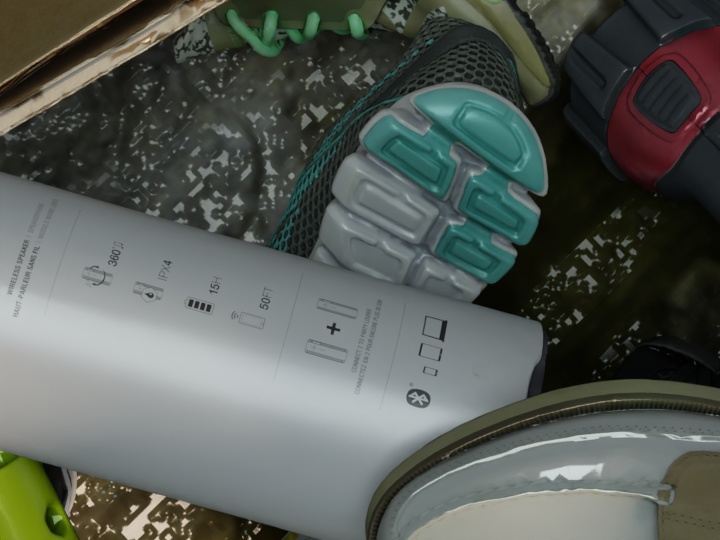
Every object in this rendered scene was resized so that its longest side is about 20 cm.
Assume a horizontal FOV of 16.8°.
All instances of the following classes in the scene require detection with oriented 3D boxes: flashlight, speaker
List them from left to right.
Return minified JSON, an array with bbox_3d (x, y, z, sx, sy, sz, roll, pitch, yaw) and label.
[{"bbox_3d":[-0.051,0.027,0.715,0.199,0.081,0.082,15,88,-3],"label":"speaker"},{"bbox_3d":[0.139,-0.014,0.764,0.067,0.068,0.200,-20,47,-21],"label":"flashlight"}]

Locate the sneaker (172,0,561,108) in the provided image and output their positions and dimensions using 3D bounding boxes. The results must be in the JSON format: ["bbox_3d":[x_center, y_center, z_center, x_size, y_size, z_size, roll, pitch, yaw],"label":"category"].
[{"bbox_3d":[-0.025,-0.100,0.823,0.200,0.077,0.089,33,97,7],"label":"sneaker"}]

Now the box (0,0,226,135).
[{"bbox_3d":[-0.090,-0.141,0.759,0.163,0.021,0.200,-32,50,0],"label":"box"}]

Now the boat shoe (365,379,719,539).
[{"bbox_3d":[0.102,0.077,0.654,0.199,0.069,0.075,-3,125,-2],"label":"boat shoe"}]

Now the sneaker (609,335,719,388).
[{"bbox_3d":[0.127,0.060,0.790,0.200,0.069,0.100,-31,77,23],"label":"sneaker"}]

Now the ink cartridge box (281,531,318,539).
[{"bbox_3d":[0.025,0.124,0.709,0.199,0.198,0.047,-12,109,36],"label":"ink cartridge box"}]

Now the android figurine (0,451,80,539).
[{"bbox_3d":[-0.159,0.115,0.787,0.181,0.041,0.201,-18,101,27],"label":"android figurine"}]

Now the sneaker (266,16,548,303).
[{"bbox_3d":[0.000,0.000,0.795,0.077,0.091,0.200,29,125,-14],"label":"sneaker"}]

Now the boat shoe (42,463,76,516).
[{"bbox_3d":[-0.166,0.012,0.810,0.072,0.068,0.200,-33,89,-2],"label":"boat shoe"}]
